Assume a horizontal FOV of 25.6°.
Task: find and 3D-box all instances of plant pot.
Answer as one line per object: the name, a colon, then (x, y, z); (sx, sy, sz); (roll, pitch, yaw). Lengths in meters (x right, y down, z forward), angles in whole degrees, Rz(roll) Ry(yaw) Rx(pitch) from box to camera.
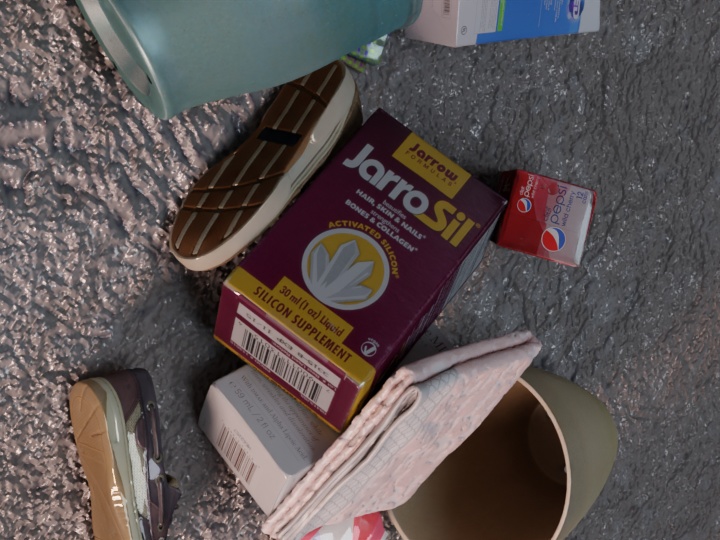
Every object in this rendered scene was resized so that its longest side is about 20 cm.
plant pot: (0.146, 0.163, 1.401); (0.199, 0.186, 0.189); (-4, 106, -56)
plant pot: (-0.090, -0.204, 1.058); (0.187, 0.200, 0.201); (-34, 124, -13)

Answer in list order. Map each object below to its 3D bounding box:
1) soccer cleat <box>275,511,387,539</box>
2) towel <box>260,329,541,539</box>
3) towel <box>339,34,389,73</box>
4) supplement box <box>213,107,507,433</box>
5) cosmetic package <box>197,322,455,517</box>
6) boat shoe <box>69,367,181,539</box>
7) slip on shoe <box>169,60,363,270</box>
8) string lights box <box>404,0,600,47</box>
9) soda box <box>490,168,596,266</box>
soccer cleat: (-0.061, 0.260, 1.316); (0.076, 0.067, 0.200); (44, 76, -10)
towel: (0.036, 0.132, 1.234); (0.200, 0.032, 0.190); (-50, 159, 28)
towel: (-0.003, -0.269, 1.224); (0.143, 0.023, 0.201); (23, 87, -44)
supplement box: (0.000, 0.000, 1.203); (0.200, 0.131, 0.103); (-51, 171, -27)
cosmetic package: (-0.019, 0.100, 1.257); (0.199, 0.102, 0.074); (-29, 159, -33)
boat shoe: (-0.165, 0.168, 1.179); (0.064, 0.072, 0.202); (-20, 110, -31)
slip on shoe: (-0.065, -0.072, 1.200); (0.201, 0.076, 0.061); (-57, 142, -22)
string lights box: (0.124, -0.245, 1.305); (0.199, 0.059, 0.104); (-14, 113, -46)
soda box: (0.147, -0.046, 1.316); (0.069, 0.200, 0.064); (15, 93, 1)
